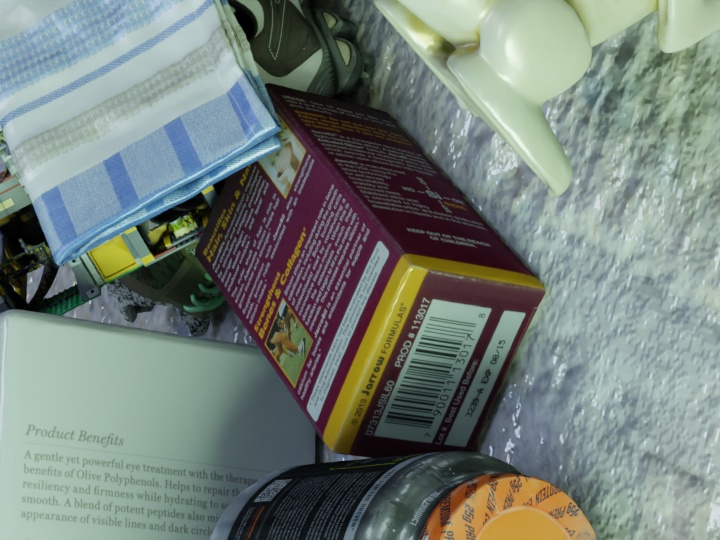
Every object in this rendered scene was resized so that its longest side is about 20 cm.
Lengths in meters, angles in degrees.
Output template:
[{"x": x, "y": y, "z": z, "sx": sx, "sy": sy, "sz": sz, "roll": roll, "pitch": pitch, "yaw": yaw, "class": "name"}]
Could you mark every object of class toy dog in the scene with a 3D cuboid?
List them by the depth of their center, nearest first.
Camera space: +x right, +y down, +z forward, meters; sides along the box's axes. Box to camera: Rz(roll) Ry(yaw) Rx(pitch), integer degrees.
[{"x": 0.095, "y": -0.170, "z": 1.009, "sx": 0.200, "sy": 0.194, "sz": 0.140, "roll": -41, "pitch": 23, "yaw": 0, "class": "toy dog"}]

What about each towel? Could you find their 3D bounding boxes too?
[{"x": -0.136, "y": -0.117, "z": 1.242, "sx": 0.146, "sy": 0.024, "sz": 0.201, "roll": -28, "pitch": 63, "yaw": 6, "class": "towel"}]

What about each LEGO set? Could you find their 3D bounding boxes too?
[{"x": -0.164, "y": -0.063, "z": 1.318, "sx": 0.199, "sy": 0.116, "sz": 0.154, "roll": -23, "pitch": 25, "yaw": 13, "class": "LEGO set"}]

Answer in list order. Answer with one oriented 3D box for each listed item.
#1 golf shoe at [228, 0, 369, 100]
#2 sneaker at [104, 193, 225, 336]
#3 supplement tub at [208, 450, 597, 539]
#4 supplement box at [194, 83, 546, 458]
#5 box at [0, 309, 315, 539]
[{"x": -0.070, "y": -0.154, "z": 1.349, "sx": 0.200, "sy": 0.094, "sz": 0.078, "roll": 51, "pitch": 126, "yaw": 53, "class": "golf shoe"}, {"x": -0.097, "y": -0.005, "z": 1.401, "sx": 0.199, "sy": 0.077, "sz": 0.089, "roll": -2, "pitch": 117, "yaw": 50, "class": "sneaker"}, {"x": 0.019, "y": 0.149, "z": 1.093, "sx": 0.199, "sy": 0.122, "sz": 0.124, "roll": -13, "pitch": 71, "yaw": 58, "class": "supplement tub"}, {"x": 0.000, "y": 0.000, "z": 1.198, "sx": 0.200, "sy": 0.085, "sz": 0.111, "roll": 52, "pitch": 125, "yaw": 50, "class": "supplement box"}, {"x": -0.155, "y": 0.132, "z": 1.309, "sx": 0.200, "sy": 0.198, "sz": 0.173, "roll": -19, "pitch": 66, "yaw": 56, "class": "box"}]
